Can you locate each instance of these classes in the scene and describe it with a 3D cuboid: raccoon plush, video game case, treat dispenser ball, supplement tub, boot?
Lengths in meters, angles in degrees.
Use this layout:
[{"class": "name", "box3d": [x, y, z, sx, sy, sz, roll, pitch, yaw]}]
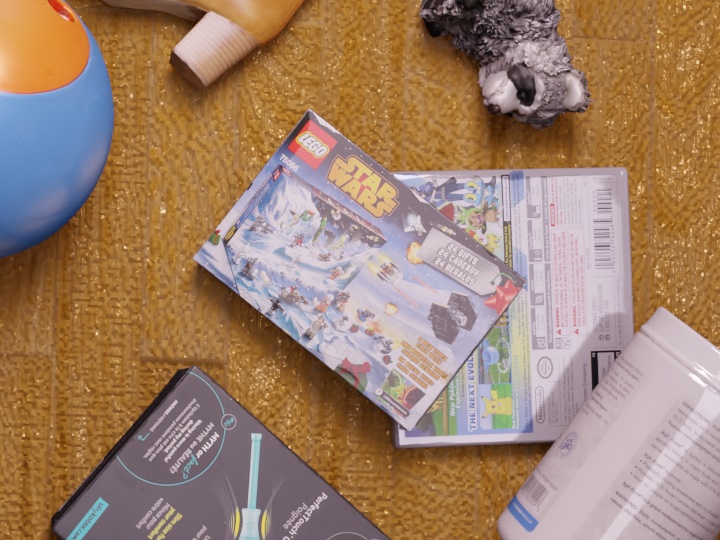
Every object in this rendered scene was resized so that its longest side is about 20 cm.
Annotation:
[{"class": "raccoon plush", "box3d": [0.138, -0.200, 1.582, 0.134, 0.097, 0.200, 40, 82, -12]}, {"class": "video game case", "box3d": [0.110, 0.026, 1.595, 0.181, 0.022, 0.201, -1, 88, -8]}, {"class": "treat dispenser ball", "box3d": [-0.265, -0.106, 1.461, 0.200, 0.201, 0.202, 0, 86, -8]}, {"class": "supplement tub", "box3d": [0.201, 0.142, 1.529, 0.132, 0.132, 0.200, 37, 94, -4]}, {"class": "boot", "box3d": [-0.129, -0.242, 1.562, 0.201, 0.071, 0.144, 44, 76, -6]}]

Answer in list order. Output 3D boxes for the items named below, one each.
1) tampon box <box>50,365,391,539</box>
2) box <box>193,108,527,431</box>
[{"class": "tampon box", "box3d": [-0.093, 0.185, 1.504, 0.200, 0.126, 0.150, 42, 82, -4]}, {"class": "box", "box3d": [0.000, 0.000, 1.555, 0.200, 0.040, 0.137, 39, 90, 3]}]
